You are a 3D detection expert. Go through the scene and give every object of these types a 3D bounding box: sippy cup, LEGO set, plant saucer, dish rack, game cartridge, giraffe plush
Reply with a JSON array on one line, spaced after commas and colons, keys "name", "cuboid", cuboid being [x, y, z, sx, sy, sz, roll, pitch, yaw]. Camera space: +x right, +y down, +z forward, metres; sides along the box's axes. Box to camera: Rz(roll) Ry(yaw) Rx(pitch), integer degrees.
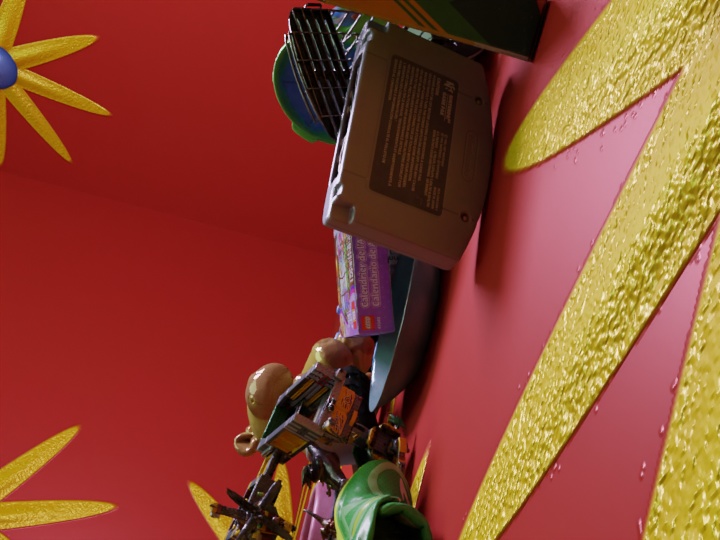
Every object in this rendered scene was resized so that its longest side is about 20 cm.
[{"name": "sippy cup", "cuboid": [-0.012, -0.230, 0.989, 0.141, 0.176, 0.131, 62, -145, -30]}, {"name": "LEGO set", "cuboid": [-0.026, 0.178, 0.756, 0.201, 0.153, 0.116, -57, 7, -35]}, {"name": "plant saucer", "cuboid": [0.050, 0.049, 0.921, 0.201, 0.038, 0.204, -167, 90, -88]}, {"name": "dish rack", "cuboid": [0.018, -0.171, 0.828, 0.054, 0.198, 0.155, -37, 68, 48]}, {"name": "game cartridge", "cuboid": [0.047, -0.104, 0.747, 0.041, 0.131, 0.203, 131, 153, -59]}, {"name": "giraffe plush", "cuboid": [-0.076, 0.171, 1.131, 0.172, 0.160, 0.203, -25, -62, -54]}]

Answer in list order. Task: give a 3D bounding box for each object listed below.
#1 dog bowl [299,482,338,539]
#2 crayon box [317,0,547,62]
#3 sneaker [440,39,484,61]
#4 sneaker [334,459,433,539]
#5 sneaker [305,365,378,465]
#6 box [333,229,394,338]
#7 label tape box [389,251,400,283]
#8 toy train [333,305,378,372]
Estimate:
[{"name": "dog bowl", "cuboid": [-0.030, 0.311, 0.926, 0.200, 0.073, 0.203, -166, 90, -87]}, {"name": "crayon box", "cuboid": [0.043, -0.225, 0.732, 0.127, 0.197, 0.052, -88, 13, -73]}, {"name": "sneaker", "cuboid": [0.113, -0.241, 0.986, 0.201, 0.071, 0.084, -81, -19, -65]}, {"name": "sneaker", "cuboid": [0.022, 0.197, 0.646, 0.084, 0.074, 0.200, -49, 9, 18]}, {"name": "sneaker", "cuboid": [-0.025, 0.148, 0.951, 0.200, 0.070, 0.101, 53, -160, -70]}, {"name": "box", "cuboid": [0.000, 0.000, 0.943, 0.200, 0.038, 0.139, 136, 130, -82]}, {"name": "label tape box", "cuboid": [0.038, -0.046, 1.081, 0.145, 0.062, 0.202, -92, 2, -53]}, {"name": "toy train", "cuboid": [0.009, 0.065, 1.255, 0.114, 0.085, 0.203, 63, -142, -81]}]
